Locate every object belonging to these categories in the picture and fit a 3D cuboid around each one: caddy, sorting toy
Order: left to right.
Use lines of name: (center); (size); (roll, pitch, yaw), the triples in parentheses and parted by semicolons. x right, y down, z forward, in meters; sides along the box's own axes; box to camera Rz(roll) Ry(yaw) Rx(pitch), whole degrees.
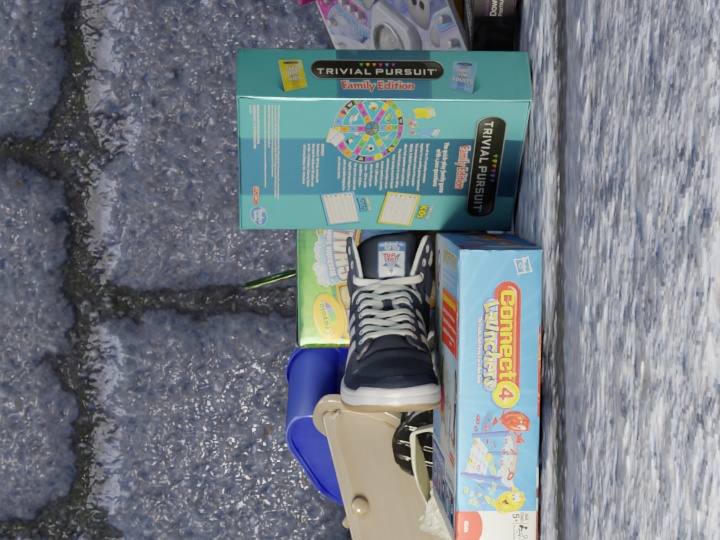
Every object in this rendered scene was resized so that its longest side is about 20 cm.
caddy: (0.010, 0.132, 1.898); (0.200, 0.141, 0.105); (61, -153, -47)
sorting toy: (0.021, 0.227, 1.812); (0.180, 0.106, 0.201); (113, 146, -62)

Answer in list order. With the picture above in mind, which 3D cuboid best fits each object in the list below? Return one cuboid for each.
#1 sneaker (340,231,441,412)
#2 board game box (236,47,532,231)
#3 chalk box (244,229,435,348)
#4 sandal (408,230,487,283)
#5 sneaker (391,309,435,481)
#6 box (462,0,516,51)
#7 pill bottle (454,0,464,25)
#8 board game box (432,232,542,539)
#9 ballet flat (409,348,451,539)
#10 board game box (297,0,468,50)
sneaker: (0.021, 0.033, 1.459); (0.200, 0.070, 0.109); (-87, -3, -80)
board game box: (0.013, -0.090, 1.446); (0.151, 0.199, 0.047); (94, 175, -55)
chalk box: (0.000, 0.000, 1.769); (0.125, 0.199, 0.124); (-121, 32, -85)
sandal: (0.051, -0.077, 1.557); (0.070, 0.077, 0.212); (-103, -7, -61)
sneaker: (0.075, 0.094, 1.682); (0.079, 0.075, 0.200); (-76, -1, -46)
box: (0.096, -0.260, 1.488); (0.143, 0.036, 0.200); (-91, 4, -55)
pill bottle: (0.046, -0.240, 1.792); (0.111, 0.111, 0.200); (93, 176, -51)
board game box: (0.085, 0.076, 1.415); (0.200, 0.056, 0.197); (-116, 27, -85)
ballet flat: (0.068, 0.115, 1.563); (0.072, 0.071, 0.201); (-99, 9, -77)
board game box: (0.022, -0.177, 1.635); (0.200, 0.026, 0.201); (-17, 97, 65)
